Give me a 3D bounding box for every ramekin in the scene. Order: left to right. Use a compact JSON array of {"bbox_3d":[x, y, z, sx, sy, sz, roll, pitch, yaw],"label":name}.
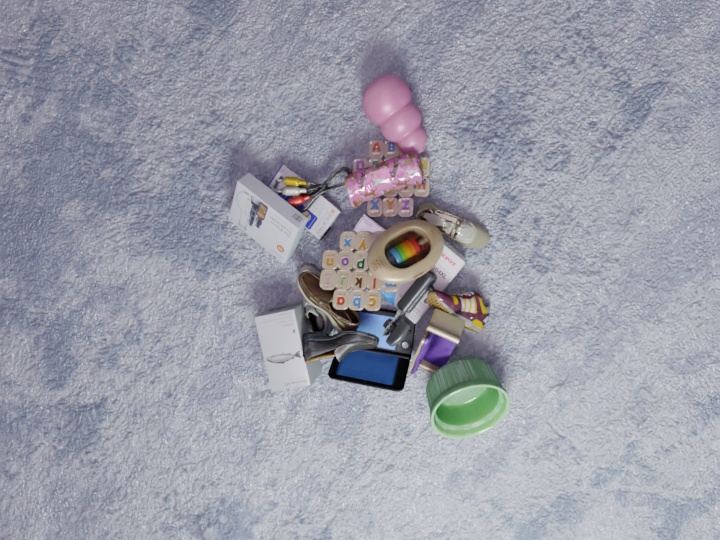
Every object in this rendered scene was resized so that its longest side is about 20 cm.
[{"bbox_3d":[0.255,0.309,1.409,0.197,0.098,0.202,-6,130,-7],"label":"ramekin"}]

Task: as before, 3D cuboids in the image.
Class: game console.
[{"bbox_3d":[0.031,0.192,1.475,0.197,0.116,0.179,9,98,10],"label":"game console"}]

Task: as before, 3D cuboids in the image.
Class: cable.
[{"bbox_3d":[-0.114,-0.202,1.460,0.197,0.050,0.099,-9,96,13],"label":"cable"}]

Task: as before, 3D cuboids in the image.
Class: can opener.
[{"bbox_3d":[0.120,0.090,1.391,0.066,0.052,0.201,38,102,21],"label":"can opener"}]

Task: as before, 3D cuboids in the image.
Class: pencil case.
[{"bbox_3d":[0.057,-0.219,1.400,0.197,0.083,0.088,-16,100,10],"label":"pencil case"}]

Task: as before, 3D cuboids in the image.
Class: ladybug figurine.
[{"bbox_3d":[0.101,-0.038,1.347,0.198,0.072,0.137,-26,75,-11],"label":"ladybug figurine"}]

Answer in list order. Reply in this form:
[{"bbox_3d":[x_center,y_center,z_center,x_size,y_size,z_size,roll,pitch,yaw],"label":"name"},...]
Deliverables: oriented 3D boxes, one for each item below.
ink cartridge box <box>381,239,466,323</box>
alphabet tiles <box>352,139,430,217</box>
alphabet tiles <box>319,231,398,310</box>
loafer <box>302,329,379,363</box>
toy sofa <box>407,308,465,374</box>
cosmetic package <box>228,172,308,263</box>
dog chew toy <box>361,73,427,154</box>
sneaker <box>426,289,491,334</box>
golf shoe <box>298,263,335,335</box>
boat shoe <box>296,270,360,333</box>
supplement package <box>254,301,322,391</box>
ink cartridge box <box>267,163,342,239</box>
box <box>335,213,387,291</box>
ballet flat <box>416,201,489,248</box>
[{"bbox_3d":[0.149,0.006,1.445,0.145,0.084,0.201,39,103,5],"label":"ink cartridge box"},{"bbox_3d":[0.076,-0.233,1.447,0.197,0.015,0.199,2,84,12],"label":"alphabet tiles"},{"bbox_3d":[0.000,0.000,1.409,0.197,0.015,0.199,1,73,13],"label":"alphabet tiles"},{"bbox_3d":[-0.050,0.194,1.434,0.197,0.073,0.073,-5,61,13],"label":"loafer"},{"bbox_3d":[0.182,0.190,1.399,0.082,0.201,0.098,23,56,8],"label":"toy sofa"},{"bbox_3d":[-0.242,-0.133,1.491,0.199,0.052,0.151,37,141,6],"label":"cosmetic package"},{"bbox_3d":[0.091,-0.370,1.399,0.124,0.125,0.201,-33,95,13],"label":"dog chew toy"},{"bbox_3d":[0.241,0.076,1.404,0.199,0.075,0.091,34,79,-36],"label":"sneaker"},{"bbox_3d":[-0.118,0.080,1.504,0.077,0.097,0.203,-20,90,15],"label":"golf shoe"},{"bbox_3d":[-0.074,0.071,1.455,0.202,0.075,0.075,44,144,-1],"label":"boat shoe"},{"bbox_3d":[-0.188,0.198,1.521,0.115,0.117,0.203,-12,94,12],"label":"supplement package"},{"bbox_3d":[-0.151,-0.180,1.513,0.199,0.037,0.095,40,102,3],"label":"ink cartridge box"},{"bbox_3d":[0.001,-0.031,1.481,0.116,0.060,0.201,35,100,6],"label":"box"},{"bbox_3d":[0.226,-0.108,1.426,0.198,0.069,0.070,25,101,8],"label":"ballet flat"}]
